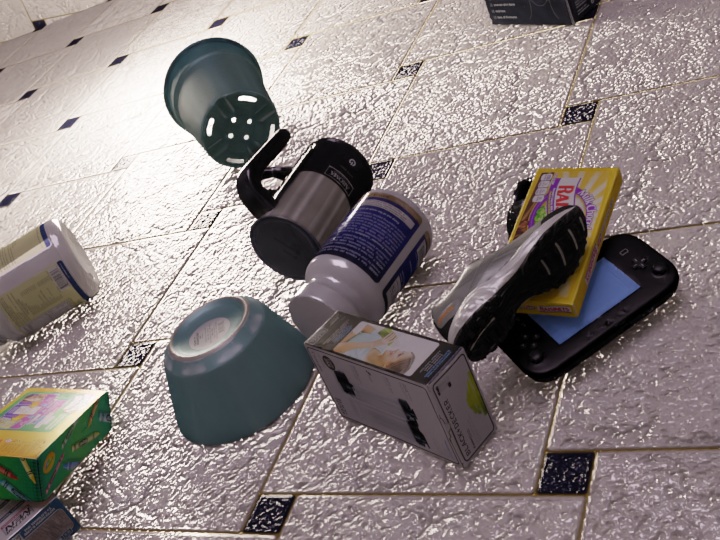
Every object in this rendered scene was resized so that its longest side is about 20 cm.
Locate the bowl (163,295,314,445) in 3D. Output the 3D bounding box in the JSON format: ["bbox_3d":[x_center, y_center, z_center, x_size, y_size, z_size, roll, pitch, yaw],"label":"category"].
[{"bbox_3d":[-0.166,0.107,1.249,0.198,0.106,0.202,-20,31,13],"label":"bowl"}]

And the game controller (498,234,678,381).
[{"bbox_3d":[0.238,0.037,1.061,0.198,0.042,0.105,-34,51,-9],"label":"game controller"}]

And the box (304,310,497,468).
[{"bbox_3d":[0.040,0.122,1.055,0.060,0.118,0.198,-41,32,-27],"label":"box"}]

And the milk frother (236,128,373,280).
[{"bbox_3d":[-0.107,-0.084,1.477,0.189,0.179,0.201,-58,-1,-40],"label":"milk frother"}]

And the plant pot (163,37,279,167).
[{"bbox_3d":[-0.245,-0.298,1.829,0.198,0.202,0.197,-31,38,-4],"label":"plant pot"}]

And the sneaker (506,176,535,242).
[{"bbox_3d":[0.195,-0.033,1.178,0.075,0.088,0.201,-14,34,21],"label":"sneaker"}]

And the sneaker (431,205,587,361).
[{"bbox_3d":[0.152,0.000,1.022,0.200,0.074,0.079,-41,39,-7],"label":"sneaker"}]

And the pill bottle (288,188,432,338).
[{"bbox_3d":[0.000,0.000,1.259,0.114,0.117,0.201,2,42,40],"label":"pill bottle"}]

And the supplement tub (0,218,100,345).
[{"bbox_3d":[-0.545,0.023,1.632,0.198,0.146,0.145,-31,31,-5],"label":"supplement tub"}]

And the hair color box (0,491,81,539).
[{"bbox_3d":[-0.436,0.296,1.231,0.100,0.061,0.199,-42,33,-23],"label":"hair color box"}]

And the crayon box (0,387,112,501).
[{"bbox_3d":[-0.405,0.211,1.241,0.117,0.059,0.200,1,16,11],"label":"crayon box"}]

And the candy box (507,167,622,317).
[{"bbox_3d":[0.215,-0.036,1.094,0.101,0.027,0.202,4,51,31],"label":"candy box"}]

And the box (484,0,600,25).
[{"bbox_3d":[0.302,-0.544,1.726,0.124,0.198,0.199,-43,34,-23],"label":"box"}]
